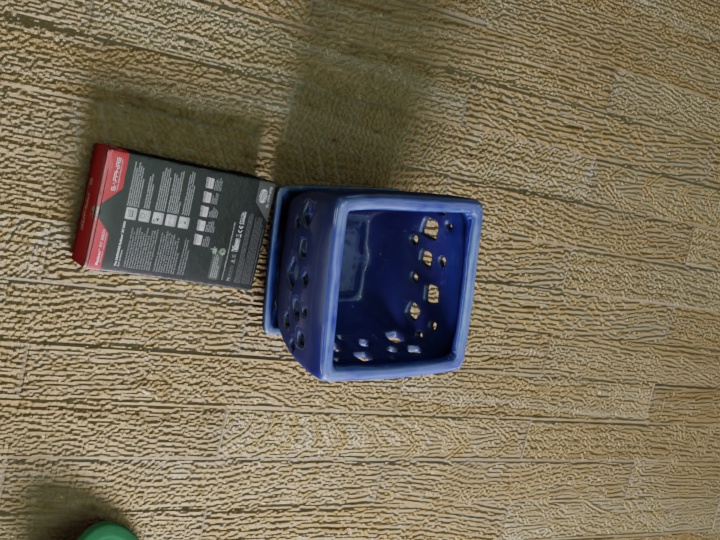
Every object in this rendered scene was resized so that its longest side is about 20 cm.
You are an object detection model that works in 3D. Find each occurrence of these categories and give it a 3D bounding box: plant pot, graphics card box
[{"bbox_3d":[0.000,0.000,1.255,0.199,0.180,0.201,-1,104,-34],"label":"plant pot"},{"bbox_3d":[-0.194,-0.054,1.184,0.199,0.051,0.126,8,98,-35],"label":"graphics card box"}]

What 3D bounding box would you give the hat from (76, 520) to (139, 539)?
[{"bbox_3d":[-0.346,0.375,1.220,0.166,0.175,0.200,66,28,-26],"label":"hat"}]
